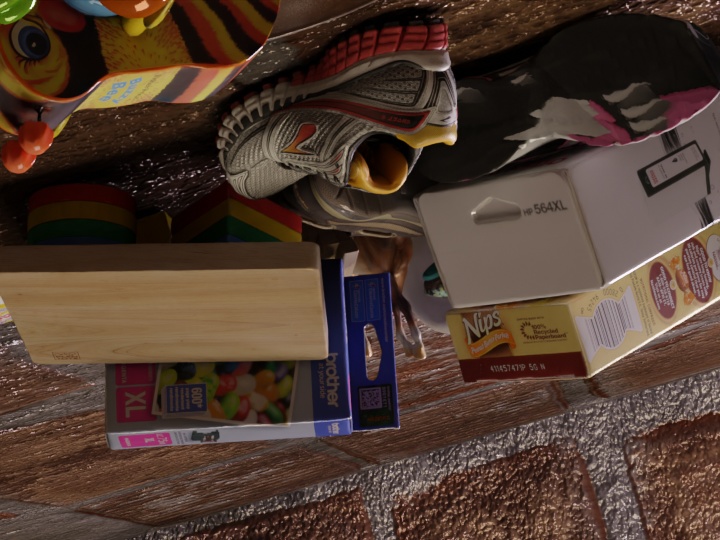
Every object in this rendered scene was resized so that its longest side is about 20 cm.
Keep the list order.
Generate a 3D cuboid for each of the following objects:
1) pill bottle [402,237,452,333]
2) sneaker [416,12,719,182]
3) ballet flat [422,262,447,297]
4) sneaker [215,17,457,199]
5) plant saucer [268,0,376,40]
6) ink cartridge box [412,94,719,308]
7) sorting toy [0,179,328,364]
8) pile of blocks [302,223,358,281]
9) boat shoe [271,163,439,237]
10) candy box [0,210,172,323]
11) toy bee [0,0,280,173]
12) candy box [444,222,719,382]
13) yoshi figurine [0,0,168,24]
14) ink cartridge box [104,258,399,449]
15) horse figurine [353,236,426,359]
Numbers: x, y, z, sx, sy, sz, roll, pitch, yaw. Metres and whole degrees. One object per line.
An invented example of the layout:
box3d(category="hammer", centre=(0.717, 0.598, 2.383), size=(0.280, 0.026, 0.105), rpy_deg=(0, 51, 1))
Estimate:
box3d(category="pill bottle", centre=(0.132, -0.020, 1.963), size=(0.199, 0.115, 0.114), rpy_deg=(-7, 167, -36))
box3d(category="sneaker", centre=(0.131, -0.112, 1.636), size=(0.199, 0.081, 0.086), rpy_deg=(-11, -176, 23))
box3d(category="ballet flat", centre=(0.125, -0.023, 1.845), size=(0.200, 0.074, 0.074), rpy_deg=(-40, -176, -29))
box3d(category="sneaker", centre=(-0.016, -0.077, 1.535), size=(0.077, 0.083, 0.200), rpy_deg=(-8, 168, -36))
box3d(category="plant saucer", centre=(-0.056, -0.146, 1.246), size=(0.199, 0.032, 0.200), rpy_deg=(-16, 170, -3))
box3d(category="ink cartridge box", centre=(0.156, -0.052, 1.726), size=(0.199, 0.085, 0.146), rpy_deg=(-27, -168, -39))
box3d(category="sorting toy", centre=(-0.122, -0.001, 1.694), size=(0.199, 0.070, 0.199), rpy_deg=(-1, 162, 1))
box3d(category="pile of blocks", centre=(-0.063, 0.005, 1.910), size=(0.062, 0.083, 0.200), rpy_deg=(-11, 169, -21))
box3d(category="boat shoe", centre=(0.015, -0.058, 1.753), size=(0.073, 0.075, 0.199), rpy_deg=(-8, 169, 36))
box3d(category="candy box", centre=(-0.217, 0.005, 1.838), size=(0.199, 0.027, 0.102), rpy_deg=(-16, 170, 4))
box3d(category="toy bee", centre=(-0.126, -0.090, 1.116), size=(0.199, 0.109, 0.131), rpy_deg=(-5, 159, -11))
box3d(category="candy box", centre=(0.166, 0.014, 1.768), size=(0.199, 0.056, 0.115), rpy_deg=(-26, -165, -41))
box3d(category="yoshi figurine", centre=(-0.147, -0.137, 0.961), size=(0.112, 0.113, 0.200), rpy_deg=(-12, 169, 23))
box3d(category="ink cartridge box", centre=(-0.075, 0.055, 1.802), size=(0.199, 0.120, 0.042), rpy_deg=(-2, 158, -1))
box3d(category="horse figurine", centre=(0.000, 0.000, 1.925), size=(0.050, 0.133, 0.200), rpy_deg=(-13, -177, -32))
